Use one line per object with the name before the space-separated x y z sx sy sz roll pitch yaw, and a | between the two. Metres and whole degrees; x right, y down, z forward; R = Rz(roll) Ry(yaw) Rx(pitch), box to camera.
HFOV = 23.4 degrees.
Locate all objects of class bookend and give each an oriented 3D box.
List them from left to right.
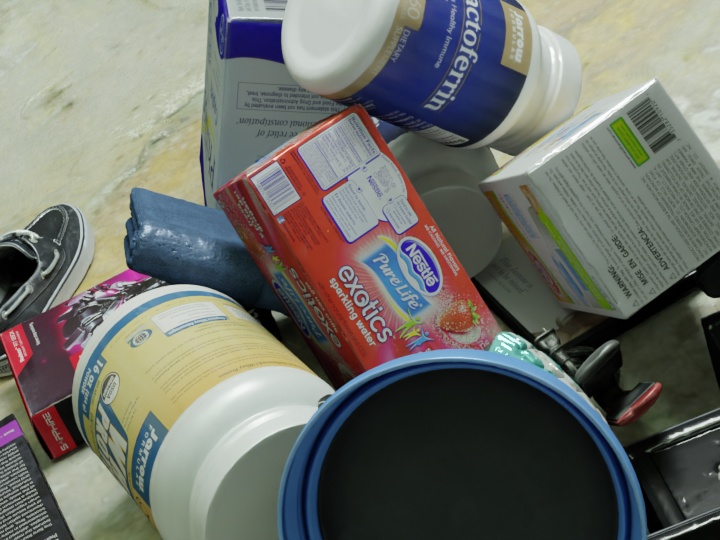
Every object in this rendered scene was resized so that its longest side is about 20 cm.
bookend | 0.238 0.095 1.040 0.198 0.092 0.200 -21 34 2

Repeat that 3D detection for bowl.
bowl | 0.056 0.137 0.947 0.200 0.202 0.039 -12 12 14

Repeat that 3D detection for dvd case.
dvd case | 0.188 -0.013 1.271 0.199 0.018 0.143 -29 35 -10

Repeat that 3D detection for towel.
towel | -0.077 -0.001 1.273 0.199 0.049 0.112 17 14 -14

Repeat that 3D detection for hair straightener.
hair straightener | 0.147 0.058 1.085 0.041 0.077 0.200 -45 -7 5

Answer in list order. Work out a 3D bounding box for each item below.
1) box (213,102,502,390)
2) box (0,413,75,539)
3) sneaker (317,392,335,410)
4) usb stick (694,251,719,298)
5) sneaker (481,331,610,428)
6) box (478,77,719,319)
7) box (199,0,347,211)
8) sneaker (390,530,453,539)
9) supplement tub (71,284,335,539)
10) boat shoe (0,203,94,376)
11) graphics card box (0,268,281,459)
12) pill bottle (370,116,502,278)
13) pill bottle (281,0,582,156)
box | 0.000 0.000 1.187 0.100 0.200 0.095 -35 7 -18
box | -0.278 0.198 1.231 0.143 0.036 0.200 -30 35 -9
sneaker | 0.048 0.119 1.094 0.199 0.087 0.075 1 5 -42
usb stick | 0.255 -0.032 1.158 0.055 0.033 0.200 -31 9 24
sneaker | 0.099 0.111 1.024 0.091 0.200 0.078 -43 54 -7
box | 0.160 -0.044 1.134 0.101 0.113 0.200 -36 4 -3
box | -0.068 -0.135 1.379 0.104 0.201 0.184 1 28 -9
sneaker | -0.006 0.191 1.033 0.199 0.107 0.075 -20 36 3
supplement tub | -0.092 0.109 1.152 0.144 0.145 0.200 -33 36 -15
boat shoe | -0.282 -0.002 1.463 0.071 0.068 0.200 -6 39 22
graphics card box | -0.173 0.052 1.351 0.199 0.051 0.126 -26 35 -7
pill bottle | 0.048 -0.074 1.335 0.111 0.111 0.200 -21 32 2
pill bottle | 0.054 -0.151 1.213 0.116 0.199 0.116 -23 59 45
